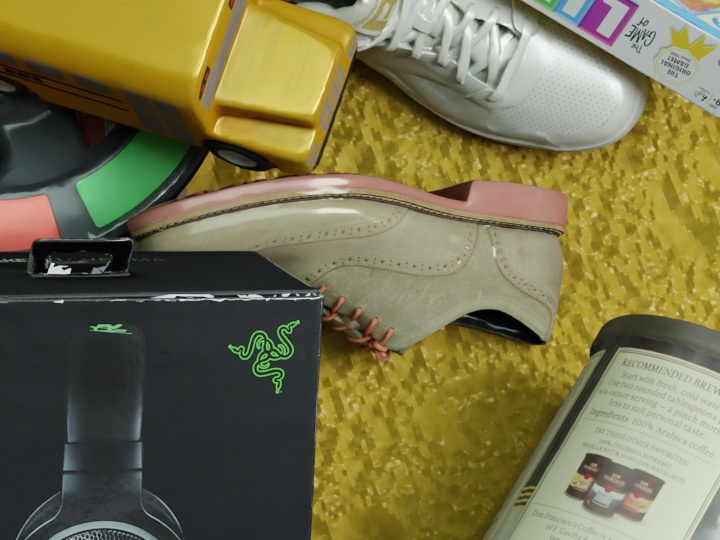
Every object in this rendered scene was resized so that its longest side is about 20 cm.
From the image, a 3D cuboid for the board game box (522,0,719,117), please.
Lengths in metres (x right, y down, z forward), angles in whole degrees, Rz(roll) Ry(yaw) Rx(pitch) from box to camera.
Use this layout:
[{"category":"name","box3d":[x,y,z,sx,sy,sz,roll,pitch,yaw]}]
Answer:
[{"category":"board game box","box3d":[0.090,-0.163,1.037,0.199,0.034,0.135,30,38,-5]}]

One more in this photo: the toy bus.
[{"category":"toy bus","box3d":[-0.105,-0.100,0.940,0.199,0.078,0.065,17,78,10]}]

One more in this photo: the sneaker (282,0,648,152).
[{"category":"sneaker","box3d":[0.024,-0.102,1.011,0.199,0.116,0.074,25,103,7]}]

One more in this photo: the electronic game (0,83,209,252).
[{"category":"electronic game","box3d":[-0.153,-0.095,1.004,0.199,0.042,0.201,2,72,-6]}]

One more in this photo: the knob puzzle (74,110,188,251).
[{"category":"knob puzzle","box3d":[-0.178,-0.056,1.027,0.218,0.030,0.221,2,73,-6]}]

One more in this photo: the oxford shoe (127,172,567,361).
[{"category":"oxford shoe","box3d":[0.000,0.000,0.991,0.199,0.070,0.075,1,84,-21]}]

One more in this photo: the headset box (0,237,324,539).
[{"category":"headset box","box3d":[-0.110,0.084,0.899,0.173,0.093,0.201,0,100,-19]}]

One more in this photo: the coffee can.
[{"category":"coffee can","box3d":[0.110,0.140,0.935,0.146,0.146,0.200,31,73,4]}]
